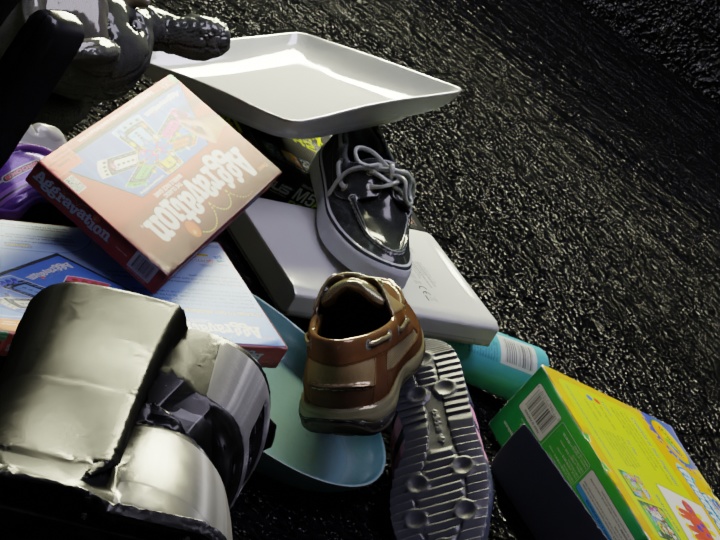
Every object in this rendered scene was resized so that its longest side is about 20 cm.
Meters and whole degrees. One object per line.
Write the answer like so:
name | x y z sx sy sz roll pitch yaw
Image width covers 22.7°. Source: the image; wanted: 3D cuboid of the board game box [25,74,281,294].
board game box | -0.125 -0.060 1.137 0.103 0.019 0.200 42 27 -2

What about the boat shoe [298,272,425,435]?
boat shoe | 0.002 0.038 1.180 0.075 0.074 0.200 -1 20 5

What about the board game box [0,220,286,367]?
board game box | -0.147 0.014 1.066 0.200 0.019 0.103 6 36 -41

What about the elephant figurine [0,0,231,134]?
elephant figurine | -0.209 -0.160 1.229 0.200 0.155 0.142 31 -4 -2

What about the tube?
tube | 0.063 0.055 1.441 0.200 0.050 0.077 23 19 -31

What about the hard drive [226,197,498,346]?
hard drive | 0.000 0.000 1.398 0.200 0.026 0.132 10 31 -37

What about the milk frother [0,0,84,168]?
milk frother | -0.277 -0.155 1.008 0.200 0.188 0.181 18 28 -49

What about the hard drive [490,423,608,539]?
hard drive | 0.152 0.205 1.181 0.200 0.042 0.135 56 -6 21

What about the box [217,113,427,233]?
box | -0.049 -0.094 1.555 0.200 0.044 0.160 25 25 -39

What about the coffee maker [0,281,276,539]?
coffee maker | -0.138 0.088 0.816 0.192 0.135 0.200 36 18 -13

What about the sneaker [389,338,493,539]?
sneaker | 0.055 0.140 1.198 0.200 0.070 0.082 -90 171 -47

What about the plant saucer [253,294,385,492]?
plant saucer | -0.069 0.073 1.159 0.200 0.027 0.200 36 19 -15

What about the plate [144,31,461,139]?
plate | -0.053 -0.149 1.461 0.199 0.032 0.200 24 27 38

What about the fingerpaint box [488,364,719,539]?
fingerpaint box | 0.210 0.186 1.383 0.167 0.073 0.200 25 24 -38

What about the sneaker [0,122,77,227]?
sneaker | -0.173 -0.034 1.159 0.200 0.081 0.084 8 54 -48

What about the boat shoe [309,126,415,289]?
boat shoe | 0.010 -0.060 1.409 0.073 0.068 0.199 22 26 -18
